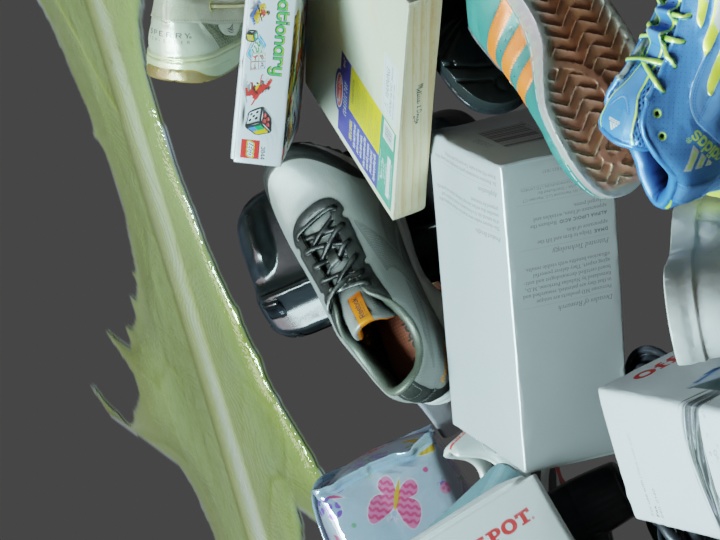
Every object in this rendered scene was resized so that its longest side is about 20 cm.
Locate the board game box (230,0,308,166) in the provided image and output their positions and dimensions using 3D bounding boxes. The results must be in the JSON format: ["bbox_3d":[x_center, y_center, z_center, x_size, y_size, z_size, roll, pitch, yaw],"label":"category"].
[{"bbox_3d":[-0.054,-0.143,1.724,0.200,0.034,0.127,-81,-4,-80],"label":"board game box"}]

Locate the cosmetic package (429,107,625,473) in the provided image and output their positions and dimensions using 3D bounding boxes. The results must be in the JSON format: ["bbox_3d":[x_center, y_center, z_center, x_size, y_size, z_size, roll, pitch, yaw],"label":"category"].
[{"bbox_3d":[0.105,0.013,1.671,0.113,0.081,0.202,-146,46,-62],"label":"cosmetic package"}]

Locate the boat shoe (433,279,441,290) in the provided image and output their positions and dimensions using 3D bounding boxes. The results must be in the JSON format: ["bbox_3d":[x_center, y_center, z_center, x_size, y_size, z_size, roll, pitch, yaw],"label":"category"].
[{"bbox_3d":[0.078,0.015,1.831,0.200,0.072,0.068,44,118,57],"label":"boat shoe"}]

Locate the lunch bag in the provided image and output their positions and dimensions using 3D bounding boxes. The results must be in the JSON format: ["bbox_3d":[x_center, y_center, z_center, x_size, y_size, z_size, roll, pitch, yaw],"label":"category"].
[{"bbox_3d":[0.043,0.213,2.017,0.171,0.126,0.200,64,-176,0],"label":"lunch bag"}]

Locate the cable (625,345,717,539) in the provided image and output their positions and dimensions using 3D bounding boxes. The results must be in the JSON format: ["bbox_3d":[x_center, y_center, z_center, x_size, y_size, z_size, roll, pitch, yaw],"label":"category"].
[{"bbox_3d":[0.192,0.146,1.648,0.163,0.050,0.202,-28,-75,-81],"label":"cable"}]

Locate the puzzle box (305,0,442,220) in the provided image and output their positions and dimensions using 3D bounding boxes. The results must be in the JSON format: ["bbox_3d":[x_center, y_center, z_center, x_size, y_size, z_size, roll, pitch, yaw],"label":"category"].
[{"bbox_3d":[0.006,-0.144,1.674,0.133,0.025,0.201,58,159,32],"label":"puzzle box"}]

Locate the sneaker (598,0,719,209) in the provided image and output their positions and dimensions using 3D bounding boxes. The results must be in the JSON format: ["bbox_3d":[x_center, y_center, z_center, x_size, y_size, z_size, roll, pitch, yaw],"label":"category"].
[{"bbox_3d":[0.176,-0.113,1.402,0.076,0.105,0.201,36,146,48],"label":"sneaker"}]

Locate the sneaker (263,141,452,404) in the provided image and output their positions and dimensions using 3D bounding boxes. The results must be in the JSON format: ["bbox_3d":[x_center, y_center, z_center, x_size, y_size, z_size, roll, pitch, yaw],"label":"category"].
[{"bbox_3d":[0.000,0.000,1.748,0.074,0.079,0.201,-40,78,23],"label":"sneaker"}]

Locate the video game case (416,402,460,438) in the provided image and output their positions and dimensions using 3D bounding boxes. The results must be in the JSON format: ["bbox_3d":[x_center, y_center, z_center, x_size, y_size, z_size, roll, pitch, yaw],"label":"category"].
[{"bbox_3d":[0.013,0.028,1.936,0.183,0.023,0.200,59,180,13],"label":"video game case"}]

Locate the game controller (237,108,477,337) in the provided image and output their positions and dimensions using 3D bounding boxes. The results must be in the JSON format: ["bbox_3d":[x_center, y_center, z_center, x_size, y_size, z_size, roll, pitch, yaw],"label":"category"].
[{"bbox_3d":[0.007,-0.031,1.813,0.199,0.042,0.105,-23,74,25],"label":"game controller"}]

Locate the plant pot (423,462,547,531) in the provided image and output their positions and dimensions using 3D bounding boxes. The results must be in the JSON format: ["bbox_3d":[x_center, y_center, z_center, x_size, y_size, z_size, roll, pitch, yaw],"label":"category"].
[{"bbox_3d":[0.088,0.287,1.783,0.196,0.200,0.196,38,151,-1],"label":"plant pot"}]

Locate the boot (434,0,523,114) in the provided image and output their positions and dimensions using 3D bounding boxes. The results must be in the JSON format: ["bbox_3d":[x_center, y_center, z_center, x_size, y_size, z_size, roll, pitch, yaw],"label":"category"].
[{"bbox_3d":[0.039,-0.150,1.715,0.199,0.073,0.163,63,157,21],"label":"boot"}]

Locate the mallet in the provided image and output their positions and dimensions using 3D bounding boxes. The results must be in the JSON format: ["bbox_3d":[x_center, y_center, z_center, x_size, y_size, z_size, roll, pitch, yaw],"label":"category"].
[{"bbox_3d":[0.166,0.225,1.699,0.041,0.065,0.201,10,-119,-72],"label":"mallet"}]

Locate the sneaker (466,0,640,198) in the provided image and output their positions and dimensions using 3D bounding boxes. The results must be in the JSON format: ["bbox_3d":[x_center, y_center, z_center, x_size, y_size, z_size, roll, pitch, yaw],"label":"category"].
[{"bbox_3d":[0.112,-0.134,1.585,0.201,0.071,0.080,68,163,3],"label":"sneaker"}]

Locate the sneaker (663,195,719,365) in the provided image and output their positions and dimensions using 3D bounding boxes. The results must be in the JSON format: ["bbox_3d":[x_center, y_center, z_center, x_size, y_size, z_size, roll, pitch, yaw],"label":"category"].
[{"bbox_3d":[0.227,-0.003,1.451,0.200,0.115,0.074,-66,-36,-70],"label":"sneaker"}]

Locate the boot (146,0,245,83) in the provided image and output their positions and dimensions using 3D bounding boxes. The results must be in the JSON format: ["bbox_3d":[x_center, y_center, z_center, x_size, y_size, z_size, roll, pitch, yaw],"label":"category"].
[{"bbox_3d":[-0.090,-0.229,1.828,0.072,0.200,0.156,8,116,20],"label":"boot"}]

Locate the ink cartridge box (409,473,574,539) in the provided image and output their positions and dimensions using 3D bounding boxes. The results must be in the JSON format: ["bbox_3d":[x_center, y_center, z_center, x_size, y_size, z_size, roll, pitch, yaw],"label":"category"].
[{"bbox_3d":[0.089,0.247,1.650,0.201,0.145,0.084,59,166,1],"label":"ink cartridge box"}]

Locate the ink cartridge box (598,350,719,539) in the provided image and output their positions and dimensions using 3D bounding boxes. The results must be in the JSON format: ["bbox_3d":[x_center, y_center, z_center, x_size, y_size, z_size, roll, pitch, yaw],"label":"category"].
[{"bbox_3d":[0.240,0.079,1.412,0.200,0.146,0.086,8,120,64],"label":"ink cartridge box"}]

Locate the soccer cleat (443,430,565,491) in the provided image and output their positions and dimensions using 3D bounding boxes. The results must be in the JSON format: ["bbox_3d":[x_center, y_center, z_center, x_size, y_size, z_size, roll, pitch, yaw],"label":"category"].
[{"bbox_3d":[0.126,0.190,1.870,0.201,0.085,0.069,65,158,-3],"label":"soccer cleat"}]
